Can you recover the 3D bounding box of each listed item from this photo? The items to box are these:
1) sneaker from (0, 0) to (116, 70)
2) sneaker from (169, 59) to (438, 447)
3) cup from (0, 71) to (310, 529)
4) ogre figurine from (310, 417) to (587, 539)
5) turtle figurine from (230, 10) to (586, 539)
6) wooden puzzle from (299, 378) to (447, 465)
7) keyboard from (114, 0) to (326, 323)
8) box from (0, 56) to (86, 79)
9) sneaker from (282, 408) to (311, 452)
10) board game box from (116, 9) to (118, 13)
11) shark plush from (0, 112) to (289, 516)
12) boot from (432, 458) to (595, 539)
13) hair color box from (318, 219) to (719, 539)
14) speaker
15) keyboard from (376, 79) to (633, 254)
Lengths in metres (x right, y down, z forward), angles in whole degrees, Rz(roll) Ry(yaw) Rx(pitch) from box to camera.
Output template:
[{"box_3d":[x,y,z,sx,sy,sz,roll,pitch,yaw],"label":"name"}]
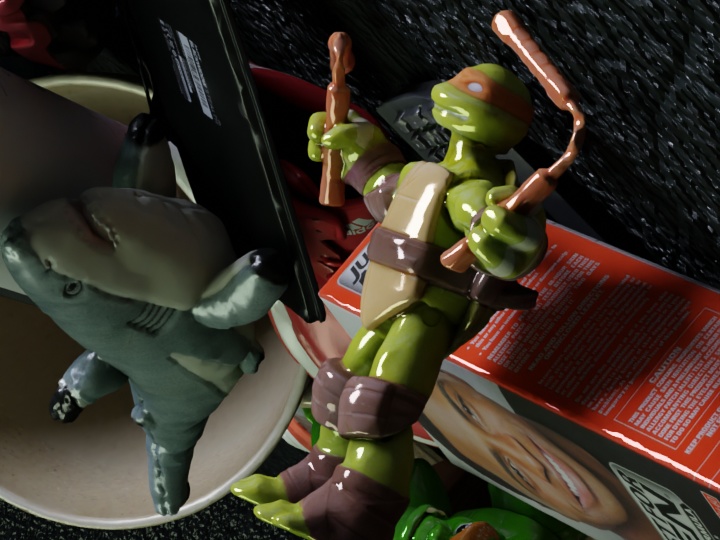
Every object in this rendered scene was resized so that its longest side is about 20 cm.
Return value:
[{"box_3d":[-0.166,-0.146,0.977,0.097,0.071,0.201,-8,132,25],"label":"sneaker"},{"box_3d":[0.000,0.000,1.081,0.200,0.078,0.115,44,173,-13],"label":"sneaker"},{"box_3d":[-0.099,0.000,1.260,0.200,0.200,0.143,42,-161,2],"label":"cup"},{"box_3d":[0.019,0.108,1.002,0.120,0.200,0.098,14,135,33],"label":"ogre figurine"},{"box_3d":[0.015,0.002,0.835,0.064,0.162,0.200,21,-178,-24],"label":"turtle figurine"},{"box_3d":[0.036,0.102,1.343,0.200,0.046,0.185,36,-176,-12],"label":"wooden puzzle"},{"box_3d":[-0.050,-0.081,0.972,0.104,0.040,0.201,38,152,46],"label":"keyboard"},{"box_3d":[-0.182,-0.110,1.304,0.200,0.041,0.120,57,-157,-56],"label":"box"},{"box_3d":[-0.039,0.019,1.474,0.082,0.077,0.200,-6,138,42],"label":"sneaker"},{"box_3d":[-0.192,-0.182,1.141,0.200,0.034,0.135,38,169,30],"label":"board game box"},{"box_3d":[-0.088,0.024,1.041,0.091,0.083,0.200,51,160,18],"label":"shark plush"},{"box_3d":[0.107,0.139,1.096,0.200,0.077,0.155,-20,112,50],"label":"boot"},{"box_3d":[0.087,0.045,0.872,0.200,0.061,0.102,25,160,49],"label":"hair color box"},{"box_3d":[-0.139,-0.035,1.015,0.081,0.081,0.200,40,-175,20],"label":"speaker"},{"box_3d":[0.079,0.010,0.951,0.200,0.021,0.127,45,172,-11],"label":"keyboard"}]
